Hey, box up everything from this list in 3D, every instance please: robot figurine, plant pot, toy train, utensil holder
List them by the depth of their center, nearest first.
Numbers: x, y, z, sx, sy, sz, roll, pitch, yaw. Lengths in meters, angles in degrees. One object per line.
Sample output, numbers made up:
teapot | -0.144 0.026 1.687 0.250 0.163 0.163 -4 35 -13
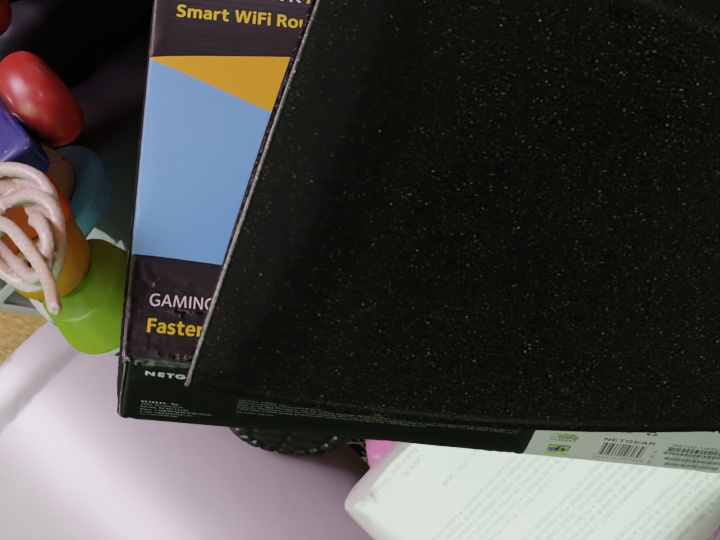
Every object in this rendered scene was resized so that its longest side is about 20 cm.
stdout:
plant pot | 0.076 -0.069 0.745 0.177 0.200 0.200 19 136 -2
toy train | -0.107 -0.010 0.891 0.116 0.085 0.200 48 -177 -44
robot figurine | -0.102 -0.053 1.066 0.125 0.150 0.200 -17 137 6
utensil holder | -0.070 0.126 1.213 0.200 0.170 0.170 42 157 18

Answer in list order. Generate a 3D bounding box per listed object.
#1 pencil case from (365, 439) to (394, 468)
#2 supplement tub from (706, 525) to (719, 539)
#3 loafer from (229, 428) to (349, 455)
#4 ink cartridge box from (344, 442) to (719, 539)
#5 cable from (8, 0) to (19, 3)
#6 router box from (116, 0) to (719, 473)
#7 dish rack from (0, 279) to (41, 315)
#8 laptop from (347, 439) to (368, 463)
pencil case | 0.096 0.073 1.107 0.200 0.086 0.083 3 103 46
supplement tub | 0.146 0.156 0.918 0.132 0.132 0.200 35 123 -2
loafer | 0.000 0.000 1.095 0.073 0.071 0.200 17 141 -26
ink cartridge box | 0.112 0.103 1.020 0.200 0.050 0.161 43 123 4
cable | -0.174 -0.166 0.898 0.200 0.051 0.163 41 168 -12
router box | 0.027 -0.019 0.872 0.200 0.149 0.051 5 154 -6
dish rack | -0.187 -0.029 1.221 0.200 0.044 0.172 8 163 -22
laptop | -0.045 0.138 1.334 0.200 0.116 0.187 47 150 -24
